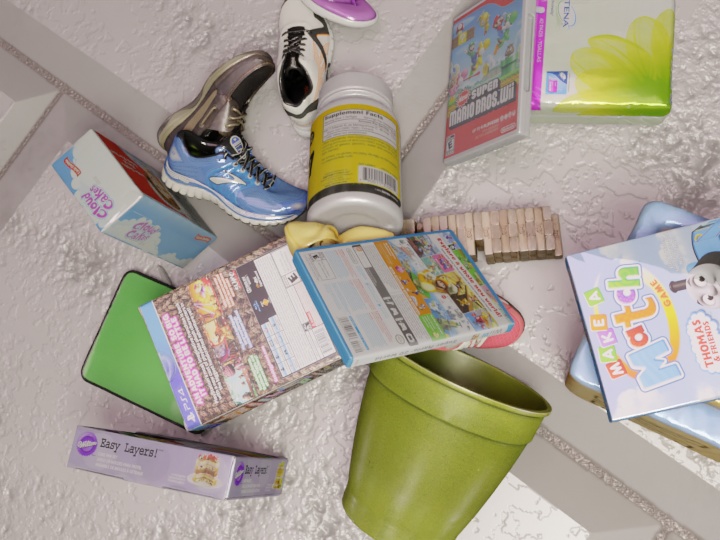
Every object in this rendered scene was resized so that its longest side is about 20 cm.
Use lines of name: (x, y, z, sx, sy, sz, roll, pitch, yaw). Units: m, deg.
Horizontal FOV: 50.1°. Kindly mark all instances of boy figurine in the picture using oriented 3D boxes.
boy figurine: (0.000, 0.000, 0.878, 0.124, 0.200, 0.064, -44, 33, 14)

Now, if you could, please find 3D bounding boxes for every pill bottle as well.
pill bottle: (-0.006, -0.133, 0.931, 0.114, 0.114, 0.201, -7, 59, 12)

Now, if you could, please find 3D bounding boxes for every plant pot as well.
plant pot: (0.074, 0.192, 0.831, 0.200, 0.200, 0.193, 24, 97, 17)

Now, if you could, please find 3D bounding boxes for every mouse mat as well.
mouse mat: (-0.256, 0.103, 1.002, 0.199, 0.008, 0.161, 21, 84, 16)

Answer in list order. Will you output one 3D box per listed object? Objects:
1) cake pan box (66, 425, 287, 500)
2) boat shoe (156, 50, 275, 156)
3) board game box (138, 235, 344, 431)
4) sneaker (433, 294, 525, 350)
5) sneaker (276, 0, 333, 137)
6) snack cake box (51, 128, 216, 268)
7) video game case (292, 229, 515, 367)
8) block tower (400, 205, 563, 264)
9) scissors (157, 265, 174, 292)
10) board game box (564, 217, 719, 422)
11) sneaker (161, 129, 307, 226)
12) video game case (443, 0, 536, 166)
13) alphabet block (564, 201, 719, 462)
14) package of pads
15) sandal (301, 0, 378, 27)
cake pan box: (-0.204, 0.221, 0.885, 0.199, 0.184, 0.052, 6, 75, 16)
boat shoe: (-0.181, -0.207, 1.024, 0.200, 0.074, 0.073, -38, 77, 23)
board game box: (-0.134, 0.078, 0.928, 0.199, 0.097, 0.160, -25, 78, 2)
sneaker: (0.101, 0.065, 0.856, 0.087, 0.200, 0.074, -112, 41, -55)
sneaker: (-0.076, -0.282, 1.018, 0.073, 0.080, 0.201, -12, 74, 13)
snack cake box: (-0.273, -0.083, 0.958, 0.067, 0.200, 0.115, -40, 72, 3)
video game case: (0.046, 0.022, 0.800, 0.199, 0.018, 0.143, -9, 51, -29)
block tower: (0.138, -0.037, 0.923, 0.199, 0.058, 0.054, -5, 77, 12)
scissors: (-0.228, 0.082, 1.009, 0.073, 0.014, 0.200, -46, 73, 3)
board game box: (0.296, 0.036, 0.668, 0.199, 0.037, 0.152, -15, 75, 11)
sneaker: (-0.155, -0.122, 0.976, 0.199, 0.079, 0.089, 20, 122, 3)
video game case: (0.155, -0.239, 0.933, 0.017, 0.143, 0.201, 12, 77, -29)
alphabet block: (0.333, 0.071, 0.776, 0.196, 0.200, 0.196, 26, 85, 17)
package of pads: (0.272, -0.259, 0.932, 0.199, 0.068, 0.155, 5, 81, 14)
sandal: (-0.056, -0.395, 1.034, 0.082, 0.050, 0.203, -33, 67, -33)
